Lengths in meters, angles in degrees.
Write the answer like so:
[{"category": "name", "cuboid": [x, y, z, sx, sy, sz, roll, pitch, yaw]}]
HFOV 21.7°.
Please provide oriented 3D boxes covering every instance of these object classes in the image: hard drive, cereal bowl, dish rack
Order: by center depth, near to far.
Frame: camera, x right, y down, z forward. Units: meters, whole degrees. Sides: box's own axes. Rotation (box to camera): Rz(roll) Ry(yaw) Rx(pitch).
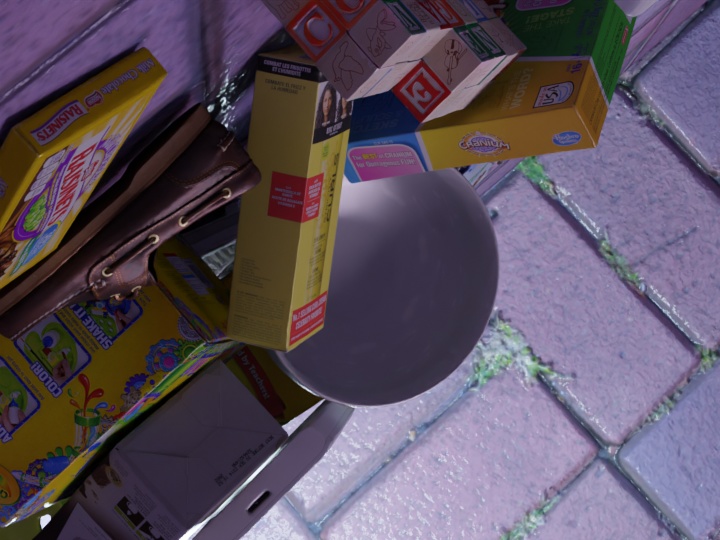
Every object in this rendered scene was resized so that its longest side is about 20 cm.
[{"category": "hard drive", "cuboid": [-0.065, 0.156, 1.419, 0.132, 0.027, 0.200, -45, 179, 6]}, {"category": "cereal bowl", "cuboid": [0.000, 0.000, 1.424, 0.200, 0.200, 0.083, -40, -160, -15]}, {"category": "dish rack", "cuboid": [-0.159, 0.009, 1.588, 0.172, 0.044, 0.200, -43, 175, 26]}]

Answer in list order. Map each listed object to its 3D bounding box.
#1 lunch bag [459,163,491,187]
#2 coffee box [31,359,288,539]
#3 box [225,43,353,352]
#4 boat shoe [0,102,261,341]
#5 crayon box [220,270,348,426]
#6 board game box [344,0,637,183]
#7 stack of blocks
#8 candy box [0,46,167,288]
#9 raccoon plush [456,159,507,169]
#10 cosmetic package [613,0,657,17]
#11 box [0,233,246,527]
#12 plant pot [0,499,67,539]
[{"category": "lunch bag", "cuboid": [0.043, -0.098, 1.778, 0.200, 0.124, 0.170, -54, 171, 35]}, {"category": "coffee box", "cuboid": [-0.149, 0.161, 1.364, 0.113, 0.080, 0.200, -41, 176, -38]}, {"category": "box", "cuboid": [-0.047, -0.051, 1.285, 0.075, 0.050, 0.201, -31, 132, -66]}, {"category": "boat shoe", "cuboid": [-0.152, -0.017, 1.205, 0.200, 0.070, 0.070, -40, -164, 6]}, {"category": "crayon box", "cuboid": [-0.077, 0.058, 1.506, 0.200, 0.127, 0.051, -35, -177, 15]}, {"category": "board game box", "cuboid": [0.088, -0.140, 1.327, 0.199, 0.040, 0.153, -7, -135, 33]}, {"category": "stack of blocks", "cuboid": [0.024, -0.155, 1.176, 0.059, 0.115, 0.200, -43, 174, 20]}, {"category": "candy box", "cuboid": [-0.182, -0.044, 1.062, 0.102, 0.026, 0.200, -42, 177, -39]}, {"category": "raccoon plush", "cuboid": [0.091, -0.143, 1.431, 0.200, 0.097, 0.134, 25, -105, 50]}, {"category": "cosmetic package", "cuboid": [0.188, -0.283, 1.039, 0.200, 0.165, 0.165, -40, 175, -32]}, {"category": "box", "cuboid": [-0.195, 0.066, 1.347, 0.193, 0.122, 0.200, -42, 176, 5]}, {"category": "plant pot", "cuboid": [-0.236, 0.189, 1.718, 0.182, 0.200, 0.199, -49, 174, 6]}]
